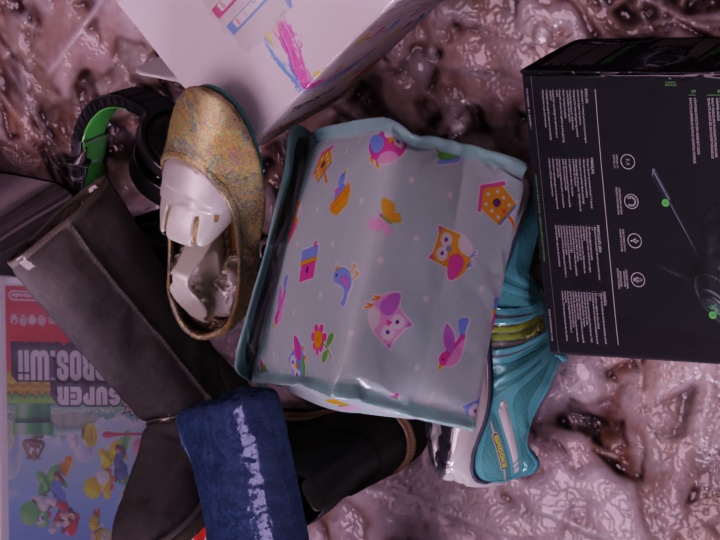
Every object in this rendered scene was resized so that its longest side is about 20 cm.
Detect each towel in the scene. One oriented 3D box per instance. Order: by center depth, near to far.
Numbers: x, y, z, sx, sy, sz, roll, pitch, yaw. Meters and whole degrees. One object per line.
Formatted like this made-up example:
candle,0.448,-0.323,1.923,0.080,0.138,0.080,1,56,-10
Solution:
towel,-0.062,0.172,1.373,0.112,0.048,0.202,165,95,-71

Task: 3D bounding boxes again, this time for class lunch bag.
lunch bag,0.000,0.000,1.376,0.200,0.121,0.172,7,83,65

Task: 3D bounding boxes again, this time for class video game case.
video game case,-0.178,0.106,1.480,0.017,0.142,0.202,-8,82,50

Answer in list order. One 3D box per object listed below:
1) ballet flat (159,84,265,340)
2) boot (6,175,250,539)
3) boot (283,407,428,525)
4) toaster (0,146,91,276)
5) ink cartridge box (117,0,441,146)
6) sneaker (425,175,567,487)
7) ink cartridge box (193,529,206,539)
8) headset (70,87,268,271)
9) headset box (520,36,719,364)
ballet flat,-0.094,-0.026,1.378,0.070,0.071,0.201,28,148,20
boot,-0.154,0.065,1.441,0.072,0.182,0.201,-16,118,35
boot,-0.067,0.145,1.510,0.199,0.138,0.078,-31,91,37
toaster,-0.275,0.021,1.558,0.180,0.119,0.202,6,115,28
ink cartridge box,-0.037,-0.175,1.375,0.125,0.128,0.200,51,127,4
sneaker,0.091,0.037,1.420,0.079,0.078,0.202,4,103,-17
ink cartridge box,-0.135,0.227,1.571,0.173,0.043,0.202,-32,72,63
headset,-0.113,-0.049,1.520,0.199,0.094,0.124,32,128,36
headset box,0.206,-0.042,1.296,0.199,0.093,0.176,2,109,31
